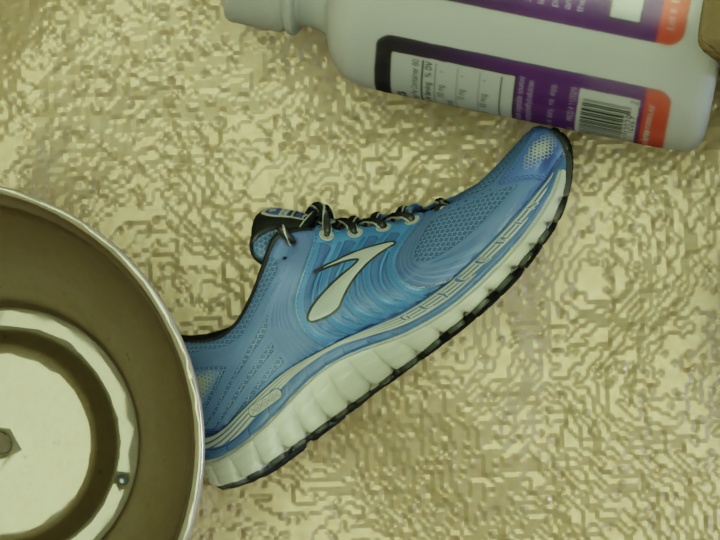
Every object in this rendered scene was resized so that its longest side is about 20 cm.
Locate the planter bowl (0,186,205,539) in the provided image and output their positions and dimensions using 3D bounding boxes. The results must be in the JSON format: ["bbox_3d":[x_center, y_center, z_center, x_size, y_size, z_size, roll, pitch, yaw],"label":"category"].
[{"bbox_3d":[-0.152,0.069,1.133,0.199,0.135,0.202,0,87,5],"label":"planter bowl"}]

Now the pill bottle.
[{"bbox_3d":[0.050,-0.120,1.146,0.199,0.111,0.112,12,86,5],"label":"pill bottle"}]

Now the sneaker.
[{"bbox_3d":[0.000,0.000,1.158,0.200,0.079,0.089,-36,87,0],"label":"sneaker"}]

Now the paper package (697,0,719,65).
[{"bbox_3d":[0.206,-0.158,1.088,0.103,0.191,0.201,11,89,17],"label":"paper package"}]
